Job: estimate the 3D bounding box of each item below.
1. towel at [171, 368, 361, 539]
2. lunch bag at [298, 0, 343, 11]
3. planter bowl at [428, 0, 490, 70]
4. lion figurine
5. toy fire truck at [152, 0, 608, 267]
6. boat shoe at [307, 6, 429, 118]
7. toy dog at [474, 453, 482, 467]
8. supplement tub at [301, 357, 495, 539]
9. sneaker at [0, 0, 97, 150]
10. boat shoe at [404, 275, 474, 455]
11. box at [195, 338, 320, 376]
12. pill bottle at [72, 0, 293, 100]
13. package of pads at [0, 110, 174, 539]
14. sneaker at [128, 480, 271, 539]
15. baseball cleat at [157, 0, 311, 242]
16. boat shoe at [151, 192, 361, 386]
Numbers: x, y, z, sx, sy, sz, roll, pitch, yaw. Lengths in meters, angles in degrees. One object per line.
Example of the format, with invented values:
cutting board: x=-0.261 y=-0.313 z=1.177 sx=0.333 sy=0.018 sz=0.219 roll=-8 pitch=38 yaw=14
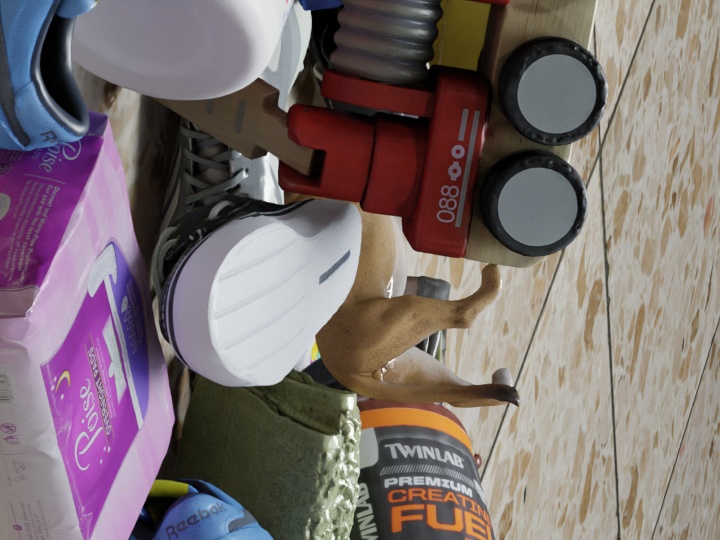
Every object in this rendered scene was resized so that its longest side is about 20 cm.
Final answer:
towel: x=-0.053 y=0.142 z=1.463 sx=0.036 sy=0.148 sz=0.200 roll=4 pitch=101 yaw=-31
lunch bag: x=0.012 y=-0.230 z=1.425 sx=0.136 sy=0.132 sz=0.200 roll=85 pitch=4 yaw=-55
planter bowl: x=0.044 y=-0.116 z=1.707 sx=0.200 sy=0.083 sz=0.201 roll=7 pitch=90 yaw=-82
lion figurine: x=0.000 y=0.000 z=1.448 sx=0.073 sy=0.122 sz=0.200 roll=89 pitch=-13 yaw=-46
toy fire truck: x=0.004 y=-0.104 z=1.314 sx=0.129 sy=0.200 sz=0.176 roll=-115 pitch=-146 yaw=-78
boat shoe: x=-0.012 y=-0.122 z=1.577 sx=0.063 sy=0.073 sz=0.200 roll=-53 pitch=147 yaw=-34
toy dog: x=0.021 y=0.167 z=1.791 sx=0.132 sy=0.096 sz=0.200 roll=-58 pitch=153 yaw=-52
supplement tub: x=0.014 y=0.136 z=1.502 sx=0.107 sy=0.107 sz=0.200 roll=78 pitch=-2 yaw=-52
sneaker: x=-0.130 y=-0.143 z=1.121 sx=0.066 sy=0.078 sz=0.200 roll=-43 pitch=138 yaw=-62
boat shoe: x=0.029 y=0.101 z=1.622 sx=0.072 sy=0.066 sz=0.201 roll=-3 pitch=88 yaw=-79
box: x=-0.044 y=0.047 z=1.599 sx=0.156 sy=0.041 sz=0.200 roll=-57 pitch=153 yaw=-53
pill bottle: x=-0.063 y=-0.182 z=1.263 sx=0.112 sy=0.112 sz=0.200 roll=75 pitch=29 yaw=-56
package of pads: x=-0.134 y=0.040 z=1.211 sx=0.200 sy=0.076 sz=0.121 roll=83 pitch=19 yaw=-47
sneaker: x=-0.082 y=0.124 z=1.358 sx=0.078 sy=0.066 sz=0.200 roll=64 pitch=-13 yaw=-6
baseball cleat: x=-0.073 y=-0.063 z=1.411 sx=0.106 sy=0.070 sz=0.200 roll=43 pitch=49 yaw=-62
boat shoe: x=-0.058 y=0.007 z=1.294 sx=0.200 sy=0.071 sz=0.072 roll=-26 pitch=119 yaw=-73
